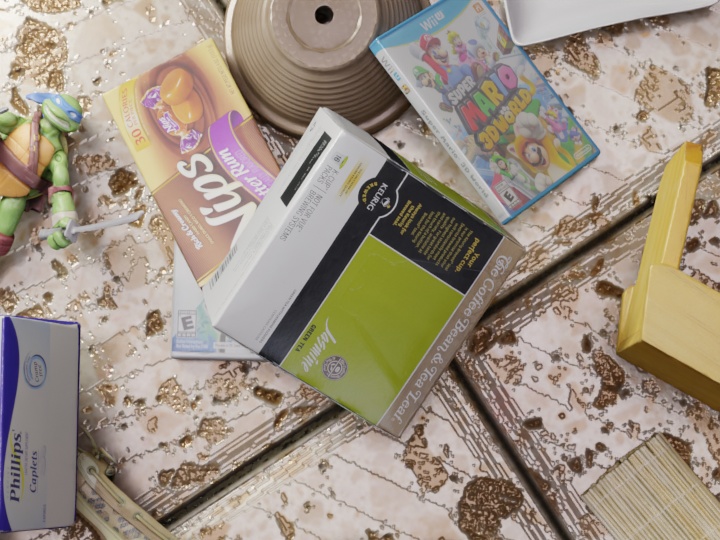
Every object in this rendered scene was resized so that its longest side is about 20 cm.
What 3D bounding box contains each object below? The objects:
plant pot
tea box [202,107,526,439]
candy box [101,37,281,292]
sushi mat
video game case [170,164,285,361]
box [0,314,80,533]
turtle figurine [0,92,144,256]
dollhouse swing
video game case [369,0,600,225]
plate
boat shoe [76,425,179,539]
[{"bbox_3d":[-0.030,-0.223,1.709,0.200,0.093,0.202,0,84,1],"label":"plant pot"},{"bbox_3d":[0.000,0.000,1.607,0.196,0.134,0.200,33,97,-14],"label":"tea box"},{"bbox_3d":[-0.139,-0.094,1.694,0.116,0.056,0.201,-27,82,-3],"label":"candy box"},{"bbox_3d":[0.297,0.249,1.682,0.096,0.012,0.200,-40,84,-2],"label":"sushi mat"},{"bbox_3d":[-0.073,-0.007,1.721,0.199,0.022,0.184,1,83,3],"label":"video game case"},{"bbox_3d":[-0.352,0.136,1.635,0.199,0.105,0.185,-4,83,33],"label":"box"},{"bbox_3d":[-0.324,-0.070,1.664,0.194,0.144,0.200,-47,40,14],"label":"turtle figurine"},{"bbox_3d":[0.313,0.015,1.614,0.181,0.200,0.176,29,85,5],"label":"dollhouse swing"},{"bbox_3d":[0.115,-0.154,1.687,0.143,0.018,0.200,-35,86,-38],"label":"video game case"},{"bbox_3d":[0.218,-0.321,1.740,0.198,0.032,0.201,-12,83,1],"label":"plate"},{"bbox_3d":[-0.225,0.208,1.681,0.063,0.073,0.200,-39,88,-10],"label":"boat shoe"}]
